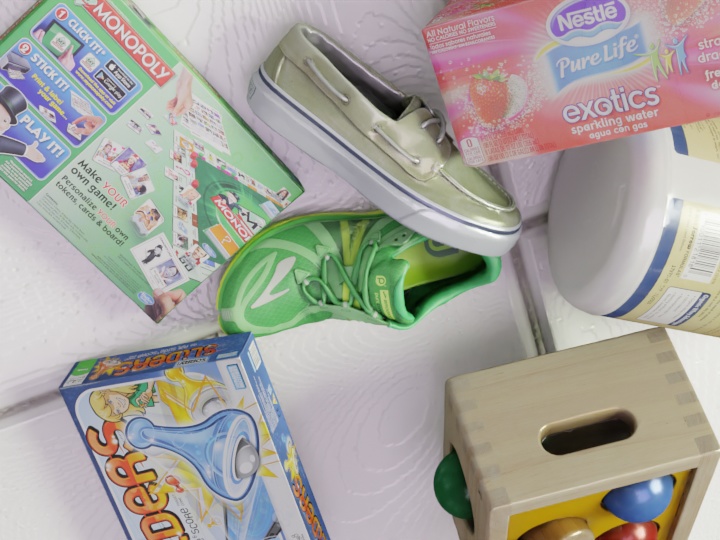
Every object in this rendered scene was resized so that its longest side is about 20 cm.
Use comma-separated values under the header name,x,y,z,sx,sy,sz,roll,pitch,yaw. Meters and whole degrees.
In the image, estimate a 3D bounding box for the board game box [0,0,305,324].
name,x,y,z,sx,sy,sz,roll,pitch,yaw
board game box,-0.150,-0.078,0.816,0.134,0.029,0.200,-41,114,5

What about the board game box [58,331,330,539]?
name,x,y,z,sx,sy,sz,roll,pitch,yaw
board game box,-0.107,0.144,0.887,0.135,0.034,0.201,-11,115,17

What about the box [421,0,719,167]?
name,x,y,z,sx,sy,sz,roll,pitch,yaw
box,0.151,-0.138,0.768,0.199,0.103,0.095,-10,113,27

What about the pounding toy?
name,x,y,z,sx,sy,sz,roll,pitch,yaw
pounding toy,0.130,0.167,0.888,0.199,0.143,0.184,-13,144,-7

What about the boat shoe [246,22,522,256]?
name,x,y,z,sx,sy,sz,roll,pitch,yaw
boat shoe,0.023,-0.080,0.810,0.200,0.072,0.062,31,121,-8

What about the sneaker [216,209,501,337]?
name,x,y,z,sx,sy,sz,roll,pitch,yaw
sneaker,0.000,0.000,0.850,0.199,0.084,0.074,-16,114,-5

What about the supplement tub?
name,x,y,z,sx,sy,sz,roll,pitch,yaw
supplement tub,0.240,-0.028,0.856,0.199,0.144,0.145,11,109,-15
